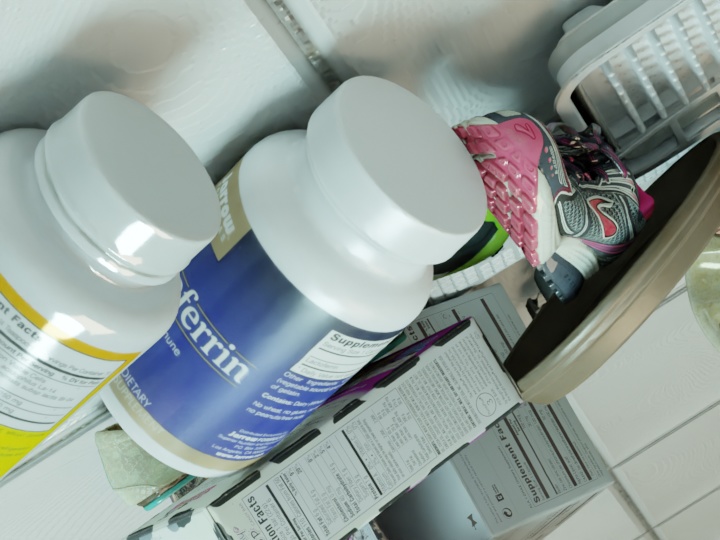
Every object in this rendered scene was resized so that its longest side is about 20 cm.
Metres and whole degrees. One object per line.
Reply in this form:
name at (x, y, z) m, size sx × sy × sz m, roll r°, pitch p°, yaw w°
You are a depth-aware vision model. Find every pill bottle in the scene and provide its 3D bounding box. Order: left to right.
pill bottle at (-0.152, 0.016, 0.842) m, size 0.200 × 0.110 × 0.109 m, roll -40°, pitch 159°, yaw 24°
pill bottle at (-0.036, 0.004, 0.975) m, size 0.200 × 0.116 × 0.115 m, roll -44°, pitch 157°, yaw 31°

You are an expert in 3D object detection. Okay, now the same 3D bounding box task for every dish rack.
dish rack at (0.183, -0.128, 1.087) m, size 0.171 × 0.044 × 0.200 m, roll -33°, pitch 161°, yaw 8°

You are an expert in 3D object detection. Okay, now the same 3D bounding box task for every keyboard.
keyboard at (0.127, -0.036, 1.277) m, size 0.199 × 0.011 × 0.056 m, roll -32°, pitch 161°, yaw 0°

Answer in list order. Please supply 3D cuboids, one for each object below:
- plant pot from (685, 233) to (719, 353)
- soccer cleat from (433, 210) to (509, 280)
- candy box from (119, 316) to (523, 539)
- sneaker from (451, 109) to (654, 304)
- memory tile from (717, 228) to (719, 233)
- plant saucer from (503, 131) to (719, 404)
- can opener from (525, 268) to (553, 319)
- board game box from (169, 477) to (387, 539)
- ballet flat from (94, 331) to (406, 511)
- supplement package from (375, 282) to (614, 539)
plant pot at (0.285, -0.007, 1.238) m, size 0.200 × 0.201 × 0.183 m, roll -38°, pitch 173°, yaw 21°
soccer cleat at (0.000, 0.000, 1.112) m, size 0.199 × 0.068 × 0.081 m, roll -35°, pitch 152°, yaw -9°
candy box at (-0.022, 0.112, 1.093) m, size 0.199 × 0.061 × 0.136 m, roll -33°, pitch -178°, yaw -30°
sneaker at (0.101, -0.047, 1.031) m, size 0.075 × 0.081 × 0.200 m, roll -38°, pitch 162°, yaw 5°
memory tile at (0.309, -0.066, 1.467) m, size 0.153 × 0.017 × 0.200 m, roll -40°, pitch 159°, yaw 23°
plant saucer at (0.150, 0.004, 1.138) m, size 0.200 × 0.029 × 0.200 m, roll -50°, pitch -178°, yaw 3°
can opener at (0.149, 0.009, 1.331) m, size 0.052 × 0.067 × 0.200 m, roll -29°, pitch 162°, yaw -9°
board game box at (-0.045, 0.173, 1.245) m, size 0.096 × 0.201 × 0.160 m, roll -29°, pitch 160°, yaw -9°
ballet flat at (-0.066, 0.065, 1.161) m, size 0.199 × 0.063 × 0.067 m, roll -33°, pitch -178°, yaw -10°
supplement package at (0.046, 0.132, 1.335) m, size 0.110 × 0.156 × 0.200 m, roll -18°, pitch 161°, yaw -35°
